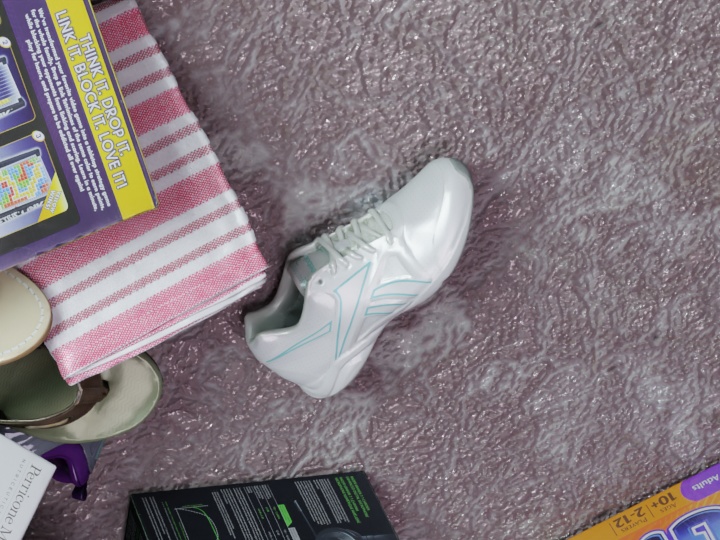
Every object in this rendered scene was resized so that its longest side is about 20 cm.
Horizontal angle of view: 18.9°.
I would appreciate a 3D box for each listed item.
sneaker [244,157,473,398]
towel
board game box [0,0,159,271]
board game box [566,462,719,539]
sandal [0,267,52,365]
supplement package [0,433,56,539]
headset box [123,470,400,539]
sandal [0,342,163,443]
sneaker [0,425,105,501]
[{"bbox_3d":[0.000,0.000,1.461,0.080,0.071,0.201,28,110,-34],"label":"sneaker"},{"bbox_3d":[-0.159,-0.050,1.314,0.146,0.030,0.201,-28,96,-12],"label":"towel"},{"bbox_3d":[-0.222,-0.100,1.195,0.164,0.057,0.201,-23,108,-18],"label":"board game box"},{"bbox_3d":[0.266,0.321,1.729,0.199,0.200,0.201,-26,131,-4],"label":"board game box"},{"bbox_3d":[-0.284,-0.007,1.255,0.070,0.210,0.078,89,24,-65],"label":"sandal"},{"bbox_3d":[-0.309,0.127,1.307,0.199,0.120,0.122,33,65,-20],"label":"supplement package"},{"bbox_3d":[-0.074,0.249,1.597,0.199,0.093,0.175,-3,126,-23],"label":"headset box"},{"bbox_3d":[-0.206,0.070,1.343,0.200,0.057,0.080,17,102,-43],"label":"sandal"},{"bbox_3d":[-0.243,0.089,1.396,0.199,0.074,0.088,21,78,-34],"label":"sneaker"}]
